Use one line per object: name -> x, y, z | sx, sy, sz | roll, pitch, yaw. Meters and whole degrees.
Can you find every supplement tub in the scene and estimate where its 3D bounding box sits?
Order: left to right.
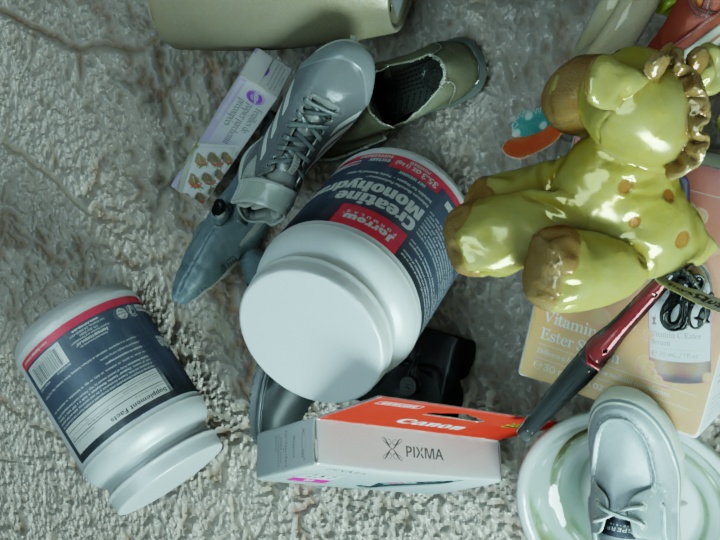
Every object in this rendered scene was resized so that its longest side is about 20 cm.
supplement tub -> -0.244, 0.128, 1.194 | 0.140, 0.140, 0.201 | -41, 77, 28
supplement tub -> 0.000, 0.000, 0.979 | 0.140, 0.200, 0.141 | 13, 127, 19

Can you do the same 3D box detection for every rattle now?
rattle -> 0.219, -0.149, 0.920 | 0.142, 0.130, 0.201 | 24, 96, -20

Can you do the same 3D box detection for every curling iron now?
curling iron -> 0.186, 0.067, 0.886 | 0.200, 0.026, 0.050 | -45, 73, 28

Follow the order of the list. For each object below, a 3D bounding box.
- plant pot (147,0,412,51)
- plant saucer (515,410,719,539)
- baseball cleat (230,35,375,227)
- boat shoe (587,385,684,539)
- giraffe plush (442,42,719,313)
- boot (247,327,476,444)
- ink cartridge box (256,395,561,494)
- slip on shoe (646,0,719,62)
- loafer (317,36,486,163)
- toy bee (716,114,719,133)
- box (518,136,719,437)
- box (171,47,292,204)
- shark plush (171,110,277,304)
plant pot -> -0.056, -0.269, 1.025 | 0.199, 0.187, 0.189 | 13, 104, 13
plant saucer -> 0.230, 0.196, 0.975 | 0.199, 0.050, 0.201 | 12, 117, 25
baseball cleat -> -0.049, -0.105, 1.007 | 0.069, 0.107, 0.200 | 23, 138, -16
boat shoe -> 0.208, 0.186, 0.898 | 0.070, 0.072, 0.202 | 1, 119, 28
giraffe plush -> 0.165, -0.074, 0.781 | 0.199, 0.173, 0.163 | 14, 117, 20
boot -> -0.001, 0.115, 1.105 | 0.199, 0.066, 0.166 | 14, 106, 23
ink cartridge box -> 0.042, 0.150, 0.979 | 0.173, 0.199, 0.044 | -23, 62, 51
slip on shoe -> 0.247, -0.188, 0.819 | 0.200, 0.074, 0.061 | -43, 82, 26
loafer -> 0.013, -0.153, 1.048 | 0.199, 0.070, 0.076 | -25, 85, 30
toy bee -> 0.299, -0.128, 0.807 | 0.131, 0.200, 0.109 | -40, 93, 24
box -> 0.230, 0.003, 0.928 | 0.152, 0.106, 0.201 | 18, 106, 26
box -> -0.123, -0.129, 1.094 | 0.039, 0.042, 0.200 | 30, 145, -11
shark plush -> -0.113, -0.053, 1.127 | 0.091, 0.083, 0.200 | 47, 116, 16
